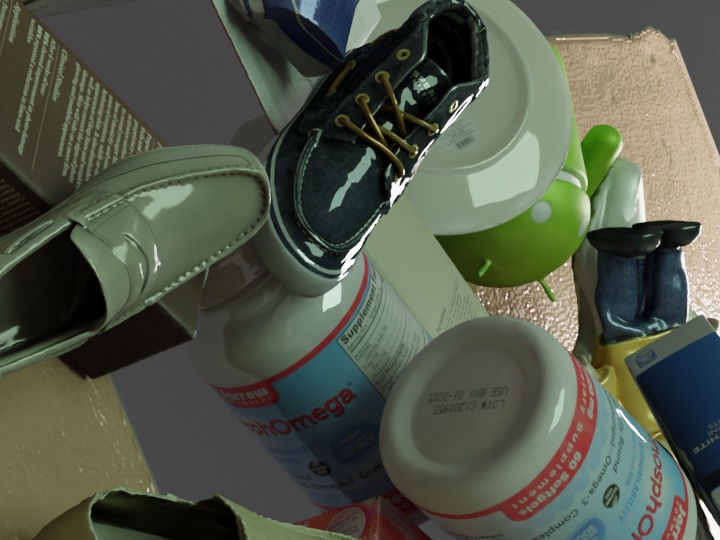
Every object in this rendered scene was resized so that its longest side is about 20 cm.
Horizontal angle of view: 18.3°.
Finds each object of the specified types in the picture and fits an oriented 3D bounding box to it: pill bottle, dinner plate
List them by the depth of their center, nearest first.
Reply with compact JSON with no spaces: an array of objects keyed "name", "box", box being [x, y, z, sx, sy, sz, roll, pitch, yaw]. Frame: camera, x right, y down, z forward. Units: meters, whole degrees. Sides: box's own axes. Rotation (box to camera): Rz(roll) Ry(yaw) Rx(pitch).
[{"name":"pill bottle","box":[0.106,0.117,1.164,0.200,0.109,0.109,43,36,-40]},{"name":"pill bottle","box":[-0.025,0.044,1.200,0.200,0.109,0.109,51,32,-30]},{"name":"dinner plate","box":[0.039,-0.114,1.384,0.200,0.024,0.200,6,63,-12]}]

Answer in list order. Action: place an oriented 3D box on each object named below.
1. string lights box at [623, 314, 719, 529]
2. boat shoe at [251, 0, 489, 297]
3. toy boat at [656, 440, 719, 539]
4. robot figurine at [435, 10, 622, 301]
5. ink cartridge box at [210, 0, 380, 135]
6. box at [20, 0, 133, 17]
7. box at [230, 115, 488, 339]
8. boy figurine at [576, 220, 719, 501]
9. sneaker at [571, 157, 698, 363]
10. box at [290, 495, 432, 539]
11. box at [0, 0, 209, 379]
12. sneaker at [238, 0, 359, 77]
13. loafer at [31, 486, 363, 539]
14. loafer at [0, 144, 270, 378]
[{"name":"string lights box","box":[0.222,0.116,1.275,0.103,0.059,0.200,59,3,-25]},{"name":"boat shoe","box":[0.006,-0.072,1.143,0.071,0.091,0.200,44,35,-17]},{"name":"toy boat","box":[0.136,0.167,1.395,0.131,0.131,0.200,58,-13,-25]},{"name":"robot figurine","box":[0.087,-0.078,1.481,0.175,0.116,0.200,14,58,-42]},{"name":"ink cartridge box","box":[-0.067,-0.181,1.211,0.200,0.043,0.174,64,31,-24]},{"name":"box","box":[-0.143,-0.185,1.196,0.200,0.068,0.082,-22,92,-63]},{"name":"box","box":[0.000,0.000,1.304,0.200,0.068,0.082,55,30,-24]},{"name":"boy figurine","box":[0.188,0.069,1.486,0.124,0.064,0.200,-7,97,-30]},{"name":"sneaker","box":[0.195,0.021,1.558,0.078,0.099,0.200,-58,150,-76]},{"name":"box","box":[0.021,0.215,1.167,0.200,0.103,0.095,45,36,-39]},{"name":"box","box":[-0.158,-0.049,1.067,0.200,0.075,0.100,44,35,-35]},{"name":"sneaker","box":[-0.002,-0.210,1.177,0.081,0.115,0.200,42,43,-48]},{"name":"loafer","box":[-0.053,0.144,1.018,0.200,0.068,0.076,9,52,-18]},{"name":"loafer","box":[-0.121,0.001,0.992,0.200,0.070,0.070,-27,122,-22]}]
